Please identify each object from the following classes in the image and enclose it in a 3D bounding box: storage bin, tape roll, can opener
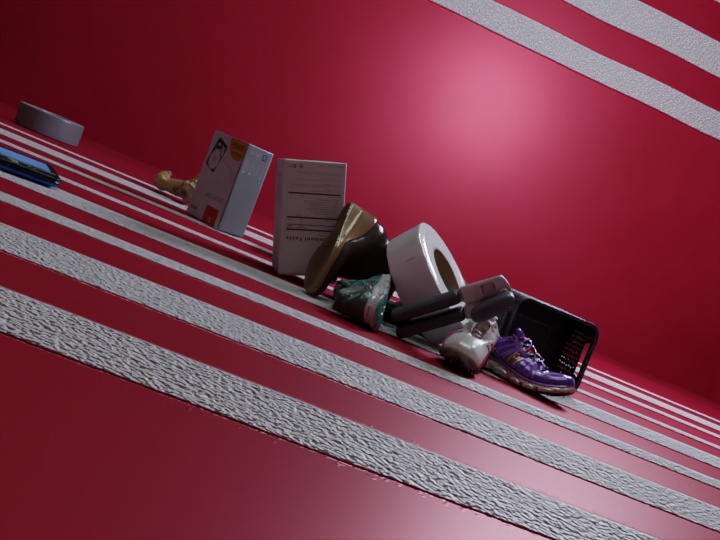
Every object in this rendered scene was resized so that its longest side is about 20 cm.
[{"bbox_3d":[0.322,0.127,1.504,0.196,0.138,0.093,21,4,-26],"label":"storage bin"},{"bbox_3d":[0.124,0.022,1.431,0.203,0.070,0.205,51,23,-32],"label":"tape roll"},{"bbox_3d":[0.141,0.060,1.267,0.195,0.055,0.067,-18,8,12],"label":"can opener"},{"bbox_3d":[-0.958,-0.451,2.526,0.196,0.068,0.200,22,3,-1],"label":"tape roll"}]

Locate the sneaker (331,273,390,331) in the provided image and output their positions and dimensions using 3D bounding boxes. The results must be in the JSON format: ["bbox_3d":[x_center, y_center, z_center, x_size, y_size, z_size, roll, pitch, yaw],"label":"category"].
[{"bbox_3d":[0.001,0.038,1.327,0.089,0.080,0.200,15,6,3],"label":"sneaker"}]

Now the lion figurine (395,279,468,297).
[{"bbox_3d":[0.147,0.052,1.564,0.073,0.122,0.201,49,4,-38],"label":"lion figurine"}]

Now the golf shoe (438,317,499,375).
[{"bbox_3d":[0.174,0.106,1.278,0.071,0.094,0.200,27,6,13],"label":"golf shoe"}]

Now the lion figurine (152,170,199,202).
[{"bbox_3d":[-0.480,-0.221,2.140,0.195,0.075,0.122,9,7,20],"label":"lion figurine"}]

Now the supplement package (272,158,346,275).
[{"bbox_3d":[-0.096,-0.098,1.500,0.116,0.206,0.121,2,8,-12],"label":"supplement package"}]

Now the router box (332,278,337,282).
[{"bbox_3d":[-0.107,-0.036,1.813,0.147,0.063,0.200,24,4,-2],"label":"router box"}]

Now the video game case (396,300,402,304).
[{"bbox_3d":[0.189,0.091,1.621,0.180,0.024,0.198,-13,28,-43],"label":"video game case"}]

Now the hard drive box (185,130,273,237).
[{"bbox_3d":[-0.301,-0.199,1.874,0.076,0.205,0.154,17,5,-44],"label":"hard drive box"}]

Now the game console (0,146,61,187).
[{"bbox_3d":[-0.573,-0.233,1.360,0.168,0.121,0.199,20,5,-29],"label":"game console"}]

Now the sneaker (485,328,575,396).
[{"bbox_3d":[0.268,0.146,1.353,0.198,0.085,0.080,27,6,36],"label":"sneaker"}]

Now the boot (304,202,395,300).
[{"bbox_3d":[0.000,0.000,1.432,0.166,0.202,0.072,44,-33,-25],"label":"boot"}]

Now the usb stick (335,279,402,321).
[{"bbox_3d":[0.044,0.068,1.488,0.196,0.033,0.055,24,8,-4],"label":"usb stick"}]
